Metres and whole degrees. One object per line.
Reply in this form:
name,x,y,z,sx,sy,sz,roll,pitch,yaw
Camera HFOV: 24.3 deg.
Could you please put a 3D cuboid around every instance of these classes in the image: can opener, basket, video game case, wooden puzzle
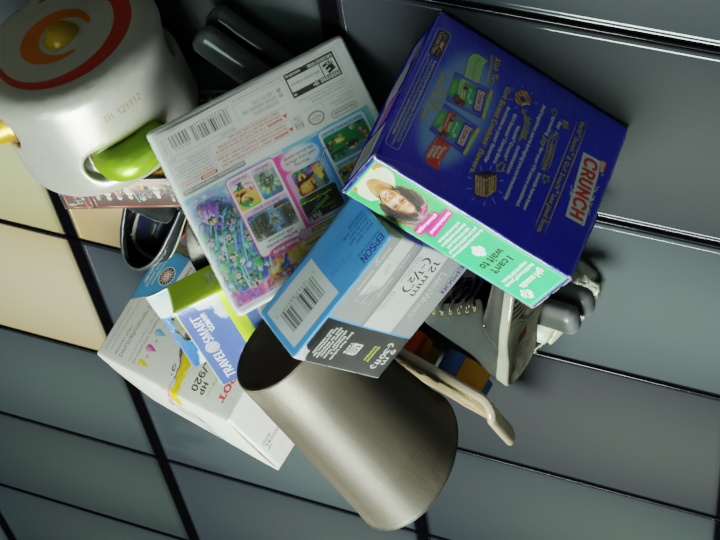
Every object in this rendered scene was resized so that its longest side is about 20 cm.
can opener,0.144,0.024,1.658,0.199,0.053,0.067,14,141,41
basket,-0.016,0.130,1.640,0.135,0.181,0.200,-33,123,20
can opener,-0.070,-0.165,1.555,0.199,0.053,0.066,37,147,-17
video game case,-0.065,-0.086,1.506,0.183,0.199,0.024,63,169,-7
wooden puzzle,0.081,0.101,1.767,0.199,0.046,0.185,34,175,18

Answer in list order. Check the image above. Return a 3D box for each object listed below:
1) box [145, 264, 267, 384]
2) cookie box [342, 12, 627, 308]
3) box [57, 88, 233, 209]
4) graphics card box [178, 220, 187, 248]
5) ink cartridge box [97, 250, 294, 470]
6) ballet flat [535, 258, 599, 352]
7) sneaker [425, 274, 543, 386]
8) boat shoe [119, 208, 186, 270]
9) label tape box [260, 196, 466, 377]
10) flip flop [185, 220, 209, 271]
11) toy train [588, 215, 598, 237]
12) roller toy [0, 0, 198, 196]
box,-0.098,0.033,1.662,0.199,0.048,0.122,-26,133,4
cookie box,0.110,-0.094,1.441,0.199,0.172,0.075,31,150,-9
box,-0.181,-0.118,1.610,0.198,0.138,0.040,0,134,23
graphics card box,-0.088,-0.015,1.797,0.199,0.051,0.125,34,148,-16
ink cartridge box,-0.151,0.095,1.835,0.199,0.148,0.145,23,165,31
ballet flat,0.180,0.057,1.707,0.071,0.072,0.200,30,147,-8
sneaker,0.111,0.030,1.569,0.106,0.075,0.201,31,152,18
boat shoe,-0.210,-0.080,1.741,0.074,0.062,0.201,26,128,9
label tape box,0.024,0.022,1.515,0.199,0.144,0.066,19,-155,-52
flip flop,-0.101,-0.011,1.695,0.199,0.058,0.081,31,115,-36
toy train,0.117,-0.063,1.578,0.199,0.085,0.116,27,163,2
roller toy,-0.257,-0.176,1.556,0.198,0.183,0.140,4,142,26
